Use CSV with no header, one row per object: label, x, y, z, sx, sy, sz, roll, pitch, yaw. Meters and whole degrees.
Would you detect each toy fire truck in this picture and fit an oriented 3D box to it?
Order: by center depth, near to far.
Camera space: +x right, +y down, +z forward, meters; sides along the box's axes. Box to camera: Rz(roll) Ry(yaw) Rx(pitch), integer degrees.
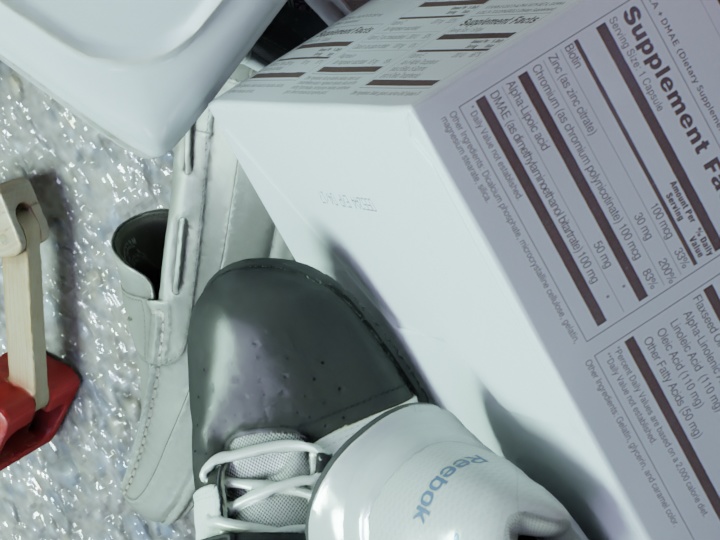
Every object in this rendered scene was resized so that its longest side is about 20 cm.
toy fire truck,-0.177,-0.025,1.179,0.141,0.049,0.200,33,129,24

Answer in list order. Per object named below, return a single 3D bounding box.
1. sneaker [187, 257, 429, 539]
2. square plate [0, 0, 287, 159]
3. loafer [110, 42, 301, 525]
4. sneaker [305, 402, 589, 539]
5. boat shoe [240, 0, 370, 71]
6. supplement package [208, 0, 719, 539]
sneaker,-0.015,0.097,0.798,0.074,0.088,0.201,-11,96,23
square plate,-0.080,-0.149,0.803,0.198,0.028,0.200,33,112,-21
loafer,-0.058,0.002,1.000,0.070,0.070,0.200,21,117,2
sneaker,0.057,0.129,0.759,0.200,0.074,0.087,56,162,-26
boat shoe,-0.064,-0.115,0.881,0.072,0.069,0.200,-20,143,31
supplement package,0.062,-0.009,0.799,0.156,0.111,0.200,60,167,-12
